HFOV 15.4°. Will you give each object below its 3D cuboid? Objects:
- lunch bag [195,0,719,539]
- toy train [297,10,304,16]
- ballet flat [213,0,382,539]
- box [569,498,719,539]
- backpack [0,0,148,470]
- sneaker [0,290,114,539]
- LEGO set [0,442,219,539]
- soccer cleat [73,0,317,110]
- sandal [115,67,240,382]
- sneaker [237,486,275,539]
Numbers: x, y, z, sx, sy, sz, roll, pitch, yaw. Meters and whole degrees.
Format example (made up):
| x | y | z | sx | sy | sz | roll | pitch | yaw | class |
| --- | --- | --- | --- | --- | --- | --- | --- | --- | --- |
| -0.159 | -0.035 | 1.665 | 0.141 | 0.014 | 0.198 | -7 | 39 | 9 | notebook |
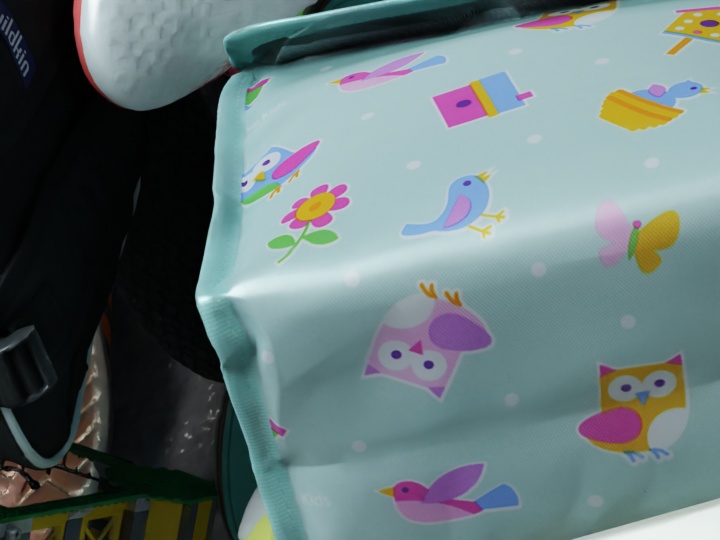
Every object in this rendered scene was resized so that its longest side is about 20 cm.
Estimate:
| x | y | z | sx | sy | sz | roll | pitch | yaw | class |
| --- | --- | --- | --- | --- | --- | --- | --- | --- | --- |
| 0.049 | -0.020 | 0.722 | 0.170 | 0.122 | 0.200 | -12 | 29 | 8 | lunch bag |
| -0.002 | -0.162 | 0.911 | 0.200 | 0.116 | 0.085 | -61 | 18 | -3 | toy train |
| 0.000 | 0.000 | 0.858 | 0.067 | 0.064 | 0.200 | 12 | 97 | 11 | ballet flat |
| 0.064 | 0.111 | 0.659 | 0.200 | 0.068 | 0.082 | -19 | 64 | 16 | box |
| -0.142 | -0.044 | 0.781 | 0.150 | 0.178 | 0.200 | -9 | 30 | 19 | backpack |
| -0.119 | 0.027 | 0.974 | 0.071 | 0.080 | 0.200 | 1 | 79 | 4 | sneaker |
| -0.150 | 0.109 | 0.846 | 0.200 | 0.154 | 0.116 | 15 | 100 | 22 | LEGO set |
| -0.012 | -0.118 | 0.794 | 0.085 | 0.069 | 0.200 | 3 | 38 | 38 | soccer cleat |
| -0.062 | -0.056 | 0.893 | 0.075 | 0.200 | 0.045 | -8 | 22 | 29 | sandal |
| 0.016 | 0.140 | 0.755 | 0.105 | 0.076 | 0.200 | -10 | 65 | 29 | sneaker |
